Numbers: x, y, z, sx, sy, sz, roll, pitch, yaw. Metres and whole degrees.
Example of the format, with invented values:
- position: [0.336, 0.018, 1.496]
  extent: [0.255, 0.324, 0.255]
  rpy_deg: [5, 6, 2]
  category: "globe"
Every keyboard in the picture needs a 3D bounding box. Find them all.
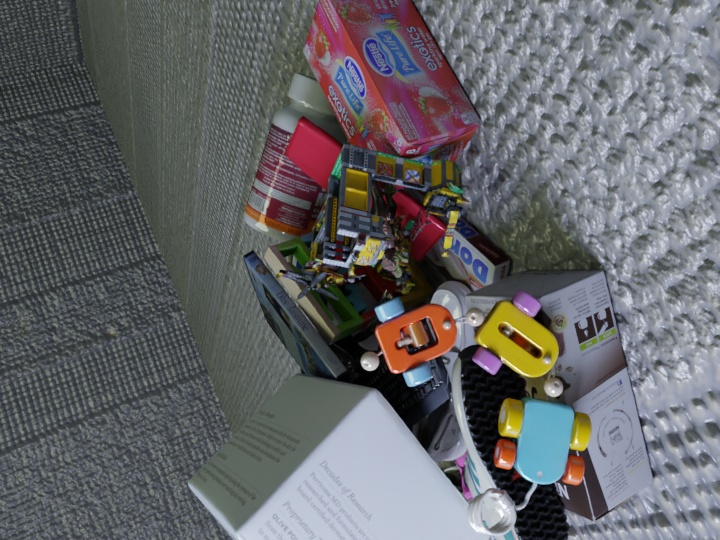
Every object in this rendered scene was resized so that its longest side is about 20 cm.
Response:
- position: [0.027, 0.102, 0.715]
  extent: [0.128, 0.020, 0.200]
  rpy_deg: [68, 151, 21]
  category: "keyboard"

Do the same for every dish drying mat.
- position: [0.005, -0.090, 0.772]
  extent: [0.199, 0.018, 0.077]
  rpy_deg: [37, 145, -1]
  category: "dish drying mat"

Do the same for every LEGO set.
- position: [0.016, -0.022, 0.686]
  extent: [0.200, 0.152, 0.117]
  rpy_deg: [-46, 34, 51]
  category: "LEGO set"

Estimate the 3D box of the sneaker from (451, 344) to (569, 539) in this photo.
- position: [0.116, 0.169, 0.637]
  extent: [0.093, 0.070, 0.202]
  rpy_deg: [-18, 94, 62]
  category: "sneaker"

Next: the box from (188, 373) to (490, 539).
- position: [-0.028, 0.232, 0.678]
  extent: [0.201, 0.171, 0.198]
  rpy_deg: [52, 158, -14]
  category: "box"

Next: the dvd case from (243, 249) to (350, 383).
- position: [-0.068, 0.084, 0.805]
  extent: [0.200, 0.017, 0.143]
  rpy_deg: [48, 161, 31]
  category: "dvd case"

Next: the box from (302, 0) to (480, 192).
- position: [0.027, -0.196, 0.727]
  extent: [0.202, 0.095, 0.100]
  rpy_deg: [64, 154, 15]
  category: "box"

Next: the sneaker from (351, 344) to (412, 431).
- position: [0.024, 0.138, 0.820]
  extent: [0.091, 0.075, 0.202]
  rpy_deg: [34, 120, 46]
  category: "sneaker"

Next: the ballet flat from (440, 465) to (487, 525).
- position: [0.140, 0.286, 0.894]
  extent: [0.200, 0.071, 0.073]
  rpy_deg: [-27, 83, 67]
  category: "ballet flat"

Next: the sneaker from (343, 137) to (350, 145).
- position: [0.012, -0.131, 0.857]
  extent: [0.200, 0.077, 0.092]
  rpy_deg: [104, -179, -69]
  category: "sneaker"

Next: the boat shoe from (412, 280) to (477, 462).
- position: [0.087, 0.114, 0.749]
  extent: [0.070, 0.069, 0.203]
  rpy_deg: [8, 98, 47]
  category: "boat shoe"

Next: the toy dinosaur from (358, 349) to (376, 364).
- position: [0.038, 0.130, 0.974]
  extent: [0.200, 0.076, 0.103]
  rpy_deg: [48, 165, 55]
  category: "toy dinosaur"

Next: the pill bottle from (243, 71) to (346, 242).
- position: [-0.073, -0.143, 0.896]
  extent: [0.109, 0.109, 0.202]
  rpy_deg: [39, 113, 51]
  category: "pill bottle"

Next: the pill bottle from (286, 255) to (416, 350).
- position: [-0.013, 0.013, 0.955]
  extent: [0.200, 0.115, 0.117]
  rpy_deg: [47, 148, 44]
  category: "pill bottle"

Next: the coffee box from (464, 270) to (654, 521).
- position: [0.181, 0.107, 0.637]
  extent: [0.113, 0.079, 0.202]
  rpy_deg: [-2, 105, 65]
  category: "coffee box"

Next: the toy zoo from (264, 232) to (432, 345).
- position: [0.000, 0.000, 0.817]
  extent: [0.132, 0.199, 0.021]
  rpy_deg: [52, 135, 19]
  category: "toy zoo"

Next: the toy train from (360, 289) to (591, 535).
- position: [0.096, 0.099, 0.564]
  extent: [0.202, 0.149, 0.056]
  rpy_deg: [63, 178, 2]
  category: "toy train"

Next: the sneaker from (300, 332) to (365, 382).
- position: [-0.035, 0.115, 0.968]
  extent: [0.200, 0.075, 0.089]
  rpy_deg: [58, -159, -58]
  category: "sneaker"

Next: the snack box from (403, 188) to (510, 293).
- position: [0.096, -0.035, 0.789]
  extent: [0.200, 0.024, 0.073]
  rpy_deg: [49, 147, 42]
  category: "snack box"

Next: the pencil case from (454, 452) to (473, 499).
- position: [0.117, 0.179, 0.832]
  extent: [0.094, 0.090, 0.201]
  rpy_deg: [-43, 61, 27]
  category: "pencil case"
